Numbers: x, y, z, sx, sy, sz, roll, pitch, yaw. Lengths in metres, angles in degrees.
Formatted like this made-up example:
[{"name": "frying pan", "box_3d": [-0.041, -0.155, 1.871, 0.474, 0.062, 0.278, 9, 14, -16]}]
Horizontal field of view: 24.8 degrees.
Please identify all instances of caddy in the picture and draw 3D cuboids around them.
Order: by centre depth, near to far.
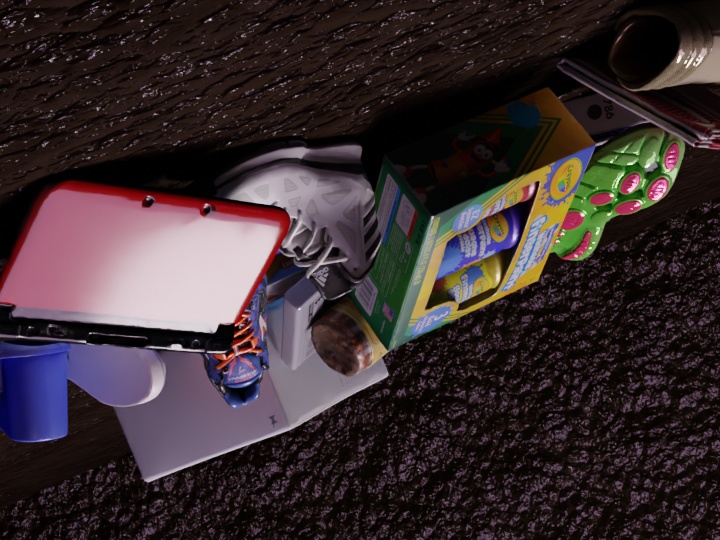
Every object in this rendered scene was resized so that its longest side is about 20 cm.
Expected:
[{"name": "caddy", "box_3d": [-0.315, 0.087, 1.346, 0.141, 0.106, 0.200, -5, -179, -23]}]

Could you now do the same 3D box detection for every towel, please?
[{"name": "towel", "box_3d": [0.263, -0.142, 1.362, 0.200, 0.144, 0.023, -6, 125, -57]}]

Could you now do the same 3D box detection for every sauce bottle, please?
[{"name": "sauce bottle", "box_3d": [0.041, 0.018, 1.483, 0.200, 0.066, 0.066, -40, -176, -34]}]

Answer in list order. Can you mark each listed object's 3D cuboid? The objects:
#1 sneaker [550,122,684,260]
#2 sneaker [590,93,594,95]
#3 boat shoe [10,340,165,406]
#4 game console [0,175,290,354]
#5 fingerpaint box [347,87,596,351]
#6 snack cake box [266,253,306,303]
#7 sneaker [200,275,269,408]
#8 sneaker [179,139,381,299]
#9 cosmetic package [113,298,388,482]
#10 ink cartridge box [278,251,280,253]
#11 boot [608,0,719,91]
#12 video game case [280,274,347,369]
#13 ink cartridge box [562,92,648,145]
[{"name": "sneaker", "box_3d": [0.207, -0.082, 1.408, 0.076, 0.084, 0.200, 22, 150, -16]}, {"name": "sneaker", "box_3d": [0.160, -0.100, 1.557, 0.199, 0.074, 0.082, -22, 174, -1]}, {"name": "boat shoe", "box_3d": [-0.226, 0.072, 1.431, 0.068, 0.072, 0.199, -16, -167, -43]}, {"name": "game console", "box_3d": [-0.181, -0.008, 1.162, 0.199, 0.119, 0.172, 8, -176, -38]}, {"name": "fingerpaint box", "box_3d": [0.090, -0.039, 1.366, 0.166, 0.073, 0.200, -24, 153, -25]}, {"name": "snack cake box", "box_3d": [-0.111, 0.000, 1.489, 0.199, 0.067, 0.115, -24, 174, 12]}, {"name": "sneaker", "box_3d": [-0.105, 0.057, 1.400, 0.075, 0.079, 0.200, -16, 157, -5]}, {"name": "sneaker", "box_3d": [-0.045, -0.033, 1.234, 0.076, 0.116, 0.200, -27, 172, 37]}, {"name": "cosmetic package", "box_3d": [-0.116, 0.107, 1.671, 0.199, 0.123, 0.200, -23, -178, 32]}, {"name": "ink cartridge box", "box_3d": [-0.175, -0.006, 1.323, 0.199, 0.044, 0.198, -21, 174, 26]}, {"name": "boot", "box_3d": [0.259, -0.176, 1.297, 0.155, 0.073, 0.200, -10, -175, -20]}, {"name": "video game case", "box_3d": [0.000, 0.000, 1.486, 0.182, 0.023, 0.200, -42, 168, -15]}, {"name": "ink cartridge box", "box_3d": [0.186, -0.126, 1.440, 0.199, 0.039, 0.099, -11, 177, 19]}]
